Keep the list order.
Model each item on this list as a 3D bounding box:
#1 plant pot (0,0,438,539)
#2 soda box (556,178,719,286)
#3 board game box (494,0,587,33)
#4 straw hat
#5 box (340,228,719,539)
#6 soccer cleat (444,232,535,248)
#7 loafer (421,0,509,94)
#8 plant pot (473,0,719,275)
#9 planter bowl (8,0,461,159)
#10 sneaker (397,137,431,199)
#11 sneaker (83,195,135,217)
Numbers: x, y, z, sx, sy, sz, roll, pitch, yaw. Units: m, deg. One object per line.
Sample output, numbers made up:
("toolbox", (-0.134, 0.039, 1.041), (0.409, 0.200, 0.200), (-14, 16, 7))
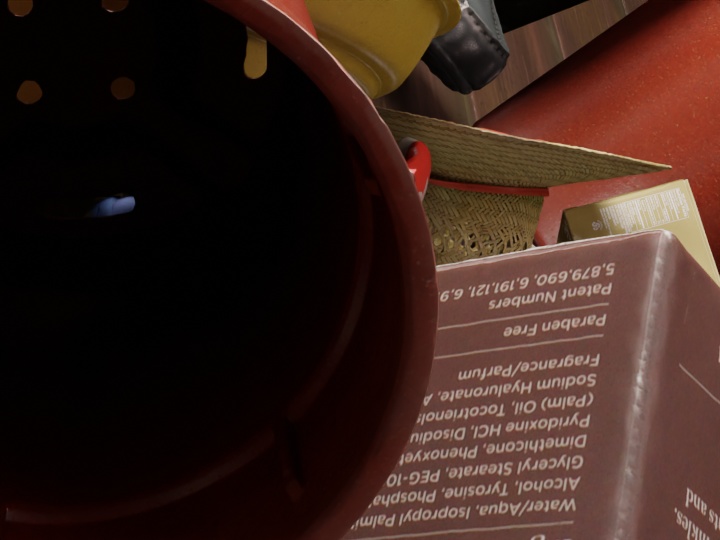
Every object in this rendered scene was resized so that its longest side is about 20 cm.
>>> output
("plant pot", (-0.085, -0.032, 0.671), (0.201, 0.200, 0.195), (52, 14, -23))
("soda box", (0.149, 0.064, 1.125), (0.068, 0.064, 0.201), (90, -14, -73))
("board game box", (0.079, -0.172, 1.215), (0.135, 0.199, 0.028), (25, 56, -45))
("straw hat", (0.031, -0.025, 1.054), (0.201, 0.200, 0.086), (0, 102, -68))
("box", (0.046, 0.121, 0.713), (0.166, 0.164, 0.201), (43, 49, -42))
("soccer cleat", (0.073, 0.050, 1.112), (0.086, 0.070, 0.200), (56, 10, -38))
("loafer", (0.027, -0.149, 0.962), (0.068, 0.070, 0.201), (50, 15, -41))
("plant pot", (0.177, -0.060, 1.270), (0.201, 0.195, 0.201), (60, 3, -6))
("planter bowl", (-0.071, -0.073, 0.836), (0.200, 0.200, 0.084), (26, 74, -58))
("sneaker", (0.000, -0.001, 0.962), (0.200, 0.093, 0.070), (56, 20, -14))
("sneaker", (-0.019, 0.042, 0.868), (0.200, 0.088, 0.075), (52, 23, -20))
